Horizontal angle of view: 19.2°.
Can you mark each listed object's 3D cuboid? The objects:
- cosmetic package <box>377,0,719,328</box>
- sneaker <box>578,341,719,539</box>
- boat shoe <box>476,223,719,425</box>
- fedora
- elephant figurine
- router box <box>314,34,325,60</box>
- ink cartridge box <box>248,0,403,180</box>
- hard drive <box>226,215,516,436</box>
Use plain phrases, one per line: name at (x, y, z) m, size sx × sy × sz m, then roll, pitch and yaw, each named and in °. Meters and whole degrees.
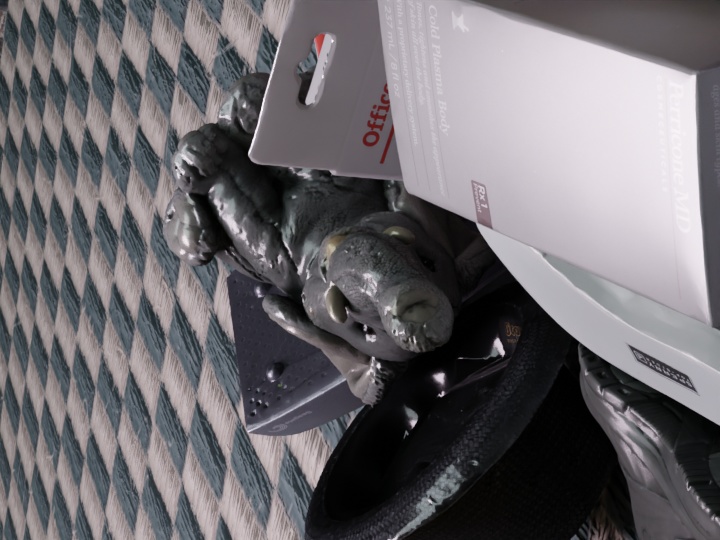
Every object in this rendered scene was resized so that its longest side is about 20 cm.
cosmetic package at (0.099, -0.063, 0.837) m, size 0.200 × 0.090 × 0.107 m, roll 28°, pitch 133°, yaw 54°
sneaker at (0.139, 0.092, 0.912) m, size 0.200 × 0.076 × 0.091 m, roll -111°, pitch 21°, yaw -60°
boat shoe at (0.131, 0.010, 0.883) m, size 0.200 × 0.064 × 0.071 m, roll 34°, pitch 164°, yaw 39°
fedora at (0.061, 0.096, 1.051) m, size 0.201 × 0.092 × 0.201 m, roll -47°, pitch 12°, yaw 13°
elephant figurine at (0.000, 0.000, 1.076) m, size 0.200 × 0.155 × 0.142 m, roll 44°, pitch 131°, yaw 27°
router box at (0.010, -0.187, 1.192) m, size 0.200 × 0.049 × 0.180 m, roll -81°, pitch -16°, yaw -48°
ink cartridge box at (0.048, -0.104, 1.013) m, size 0.068 × 0.200 × 0.116 m, roll -110°, pitch 31°, yaw -50°
hard drive at (0.015, 0.003, 1.188) m, size 0.200 × 0.042 × 0.135 m, roll -34°, pitch 42°, yaw 22°
